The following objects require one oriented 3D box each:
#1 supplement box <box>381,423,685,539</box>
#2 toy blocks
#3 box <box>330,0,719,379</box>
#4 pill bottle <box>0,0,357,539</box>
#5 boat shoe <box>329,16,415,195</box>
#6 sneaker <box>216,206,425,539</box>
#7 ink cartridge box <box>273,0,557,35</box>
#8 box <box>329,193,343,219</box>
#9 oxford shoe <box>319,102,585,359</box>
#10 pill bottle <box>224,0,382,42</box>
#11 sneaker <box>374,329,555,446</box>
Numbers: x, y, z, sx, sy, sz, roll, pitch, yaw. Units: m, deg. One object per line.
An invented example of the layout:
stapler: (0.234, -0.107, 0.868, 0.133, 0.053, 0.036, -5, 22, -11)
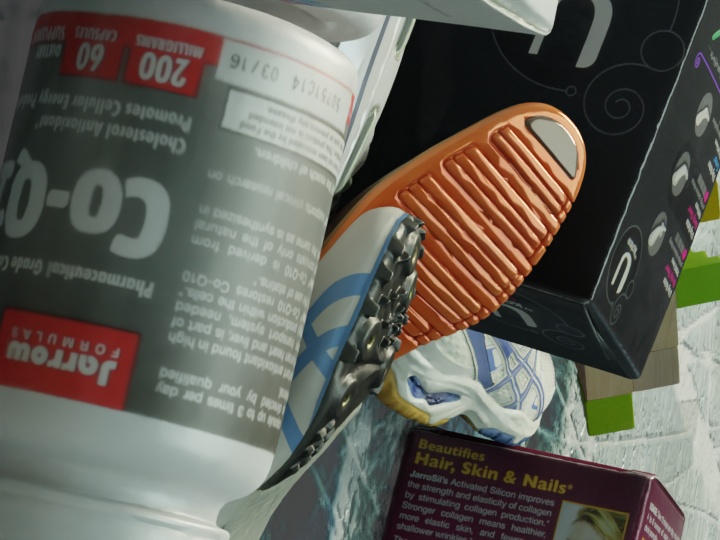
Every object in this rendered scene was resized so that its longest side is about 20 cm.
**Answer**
supplement box: (0.072, 0.193, 1.353, 0.103, 0.131, 0.200, 47, 57, -66)
toy blocks: (0.123, -0.036, 1.410, 0.137, 0.100, 0.200, -104, -176, -53)
box: (0.089, -0.074, 1.152, 0.200, 0.122, 0.106, -68, 157, -13)
pill bottle: (-0.076, 0.013, 0.923, 0.114, 0.114, 0.200, 31, 70, -67)
boat shoe: (-0.023, -0.051, 1.033, 0.067, 0.074, 0.200, 21, 98, -58)
sneaker: (-0.045, 0.056, 0.996, 0.200, 0.072, 0.072, -56, 169, 11)
ink cartridge box: (-0.028, -0.161, 0.849, 0.084, 0.200, 0.145, 20, 80, -67)
box: (0.001, -0.075, 1.176, 0.200, 0.041, 0.156, -41, 136, -57)
oxford shoe: (0.000, 0.000, 1.065, 0.071, 0.200, 0.073, 50, 1, -24)
pill bottle: (-0.027, -0.190, 0.961, 0.112, 0.112, 0.200, 26, 75, -68)
sneaker: (0.064, 0.028, 1.296, 0.088, 0.075, 0.200, -52, 162, 10)
